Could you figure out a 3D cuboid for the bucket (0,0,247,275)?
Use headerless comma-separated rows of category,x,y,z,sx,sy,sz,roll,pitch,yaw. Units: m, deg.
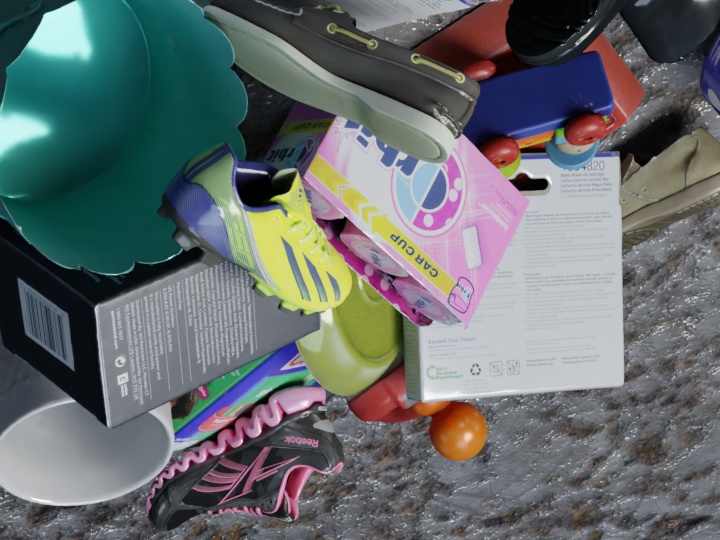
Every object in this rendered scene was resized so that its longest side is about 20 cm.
bucket,-0.192,-0.111,1.452,0.206,0.134,0.209,-13,115,-31

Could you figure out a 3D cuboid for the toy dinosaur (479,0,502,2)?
toy dinosaur,0.050,-0.238,1.516,0.199,0.103,0.136,-15,165,-42

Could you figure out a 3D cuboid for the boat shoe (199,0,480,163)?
boat shoe,-0.015,-0.144,1.441,0.061,0.200,0.072,-59,171,-16

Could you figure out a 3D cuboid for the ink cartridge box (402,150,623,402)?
ink cartridge box,0.127,0.003,1.749,0.198,0.041,0.202,-2,94,-24

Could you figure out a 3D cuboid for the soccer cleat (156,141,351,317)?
soccer cleat,-0.056,-0.028,1.458,0.084,0.065,0.200,-46,141,12

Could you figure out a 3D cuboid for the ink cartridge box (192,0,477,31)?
ink cartridge box,-0.051,-0.219,1.440,0.199,0.041,0.199,-6,157,43

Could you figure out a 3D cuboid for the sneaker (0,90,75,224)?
sneaker,-0.278,-0.066,1.585,0.111,0.073,0.201,-5,140,-18

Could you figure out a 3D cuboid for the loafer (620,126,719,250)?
loafer,0.240,-0.065,1.824,0.199,0.069,0.075,-23,166,30

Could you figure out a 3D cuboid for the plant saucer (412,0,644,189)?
plant saucer,0.117,-0.131,1.713,0.199,0.037,0.200,-31,142,14

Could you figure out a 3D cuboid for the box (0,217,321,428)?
box,-0.150,0.007,1.556,0.199,0.148,0.108,-25,127,-32

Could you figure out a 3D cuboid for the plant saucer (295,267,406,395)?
plant saucer,0.000,0.000,1.696,0.031,0.202,0.200,0,151,27

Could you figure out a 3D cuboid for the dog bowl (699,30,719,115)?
dog bowl,0.368,-0.182,1.672,0.199,0.079,0.201,-34,157,-17

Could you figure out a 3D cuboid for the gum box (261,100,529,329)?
gum box,0.029,-0.055,1.539,0.200,0.114,0.066,41,156,-31

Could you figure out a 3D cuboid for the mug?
mug,-0.256,0.084,1.692,0.198,0.177,0.148,-20,142,8

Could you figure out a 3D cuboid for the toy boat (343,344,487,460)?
toy boat,0.064,0.109,1.858,0.130,0.131,0.200,-35,176,2

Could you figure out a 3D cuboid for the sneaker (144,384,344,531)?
sneaker,-0.096,0.181,1.787,0.199,0.096,0.079,-35,168,21

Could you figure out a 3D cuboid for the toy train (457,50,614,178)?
toy train,0.099,-0.106,1.656,0.198,0.085,0.116,-15,159,2

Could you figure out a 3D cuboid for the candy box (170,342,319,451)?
candy box,-0.080,0.066,1.785,0.200,0.077,0.169,-41,163,24

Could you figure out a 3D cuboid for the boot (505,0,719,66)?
boot,0.204,-0.201,1.579,0.201,0.076,0.168,-59,140,-13
